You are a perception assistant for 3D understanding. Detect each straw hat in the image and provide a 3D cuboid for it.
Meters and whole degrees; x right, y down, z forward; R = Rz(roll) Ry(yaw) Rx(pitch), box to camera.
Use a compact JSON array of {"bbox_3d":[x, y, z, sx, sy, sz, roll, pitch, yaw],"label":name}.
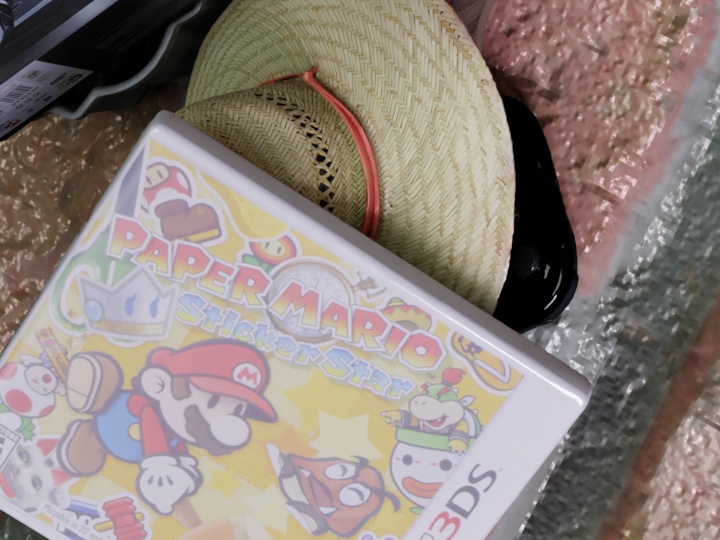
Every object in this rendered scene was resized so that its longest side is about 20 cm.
[{"bbox_3d":[-0.039,-0.034,1.118,0.201,0.085,0.201,7,100,46],"label":"straw hat"}]

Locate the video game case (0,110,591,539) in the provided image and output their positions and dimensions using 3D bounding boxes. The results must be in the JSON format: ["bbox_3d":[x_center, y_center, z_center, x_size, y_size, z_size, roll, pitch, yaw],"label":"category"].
[{"bbox_3d":[-0.041,0.061,1.092,0.200,0.023,0.182,33,114,-6],"label":"video game case"}]

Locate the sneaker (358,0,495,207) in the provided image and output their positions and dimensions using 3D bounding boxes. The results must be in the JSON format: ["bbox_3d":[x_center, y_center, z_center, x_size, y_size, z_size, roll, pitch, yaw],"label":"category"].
[{"bbox_3d":[0.018,-0.114,1.151,0.070,0.076,0.200,21,89,38],"label":"sneaker"}]

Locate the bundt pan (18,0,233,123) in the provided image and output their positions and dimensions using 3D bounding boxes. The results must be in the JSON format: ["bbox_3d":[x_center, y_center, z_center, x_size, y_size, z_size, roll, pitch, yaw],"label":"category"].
[{"bbox_3d":[-0.125,-0.163,1.244,0.202,0.076,0.202,-1,89,29],"label":"bundt pan"}]

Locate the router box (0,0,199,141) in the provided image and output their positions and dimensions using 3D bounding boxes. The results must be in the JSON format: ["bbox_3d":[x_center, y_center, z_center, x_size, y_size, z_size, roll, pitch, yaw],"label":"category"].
[{"bbox_3d":[-0.127,-0.172,1.173,0.200,0.052,0.157,-32,73,24],"label":"router box"}]

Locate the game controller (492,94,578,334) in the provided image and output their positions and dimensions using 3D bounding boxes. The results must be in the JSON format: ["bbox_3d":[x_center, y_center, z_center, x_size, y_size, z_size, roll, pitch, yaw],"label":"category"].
[{"bbox_3d":[0.000,0.000,1.191,0.200,0.042,0.104,-22,78,26],"label":"game controller"}]
